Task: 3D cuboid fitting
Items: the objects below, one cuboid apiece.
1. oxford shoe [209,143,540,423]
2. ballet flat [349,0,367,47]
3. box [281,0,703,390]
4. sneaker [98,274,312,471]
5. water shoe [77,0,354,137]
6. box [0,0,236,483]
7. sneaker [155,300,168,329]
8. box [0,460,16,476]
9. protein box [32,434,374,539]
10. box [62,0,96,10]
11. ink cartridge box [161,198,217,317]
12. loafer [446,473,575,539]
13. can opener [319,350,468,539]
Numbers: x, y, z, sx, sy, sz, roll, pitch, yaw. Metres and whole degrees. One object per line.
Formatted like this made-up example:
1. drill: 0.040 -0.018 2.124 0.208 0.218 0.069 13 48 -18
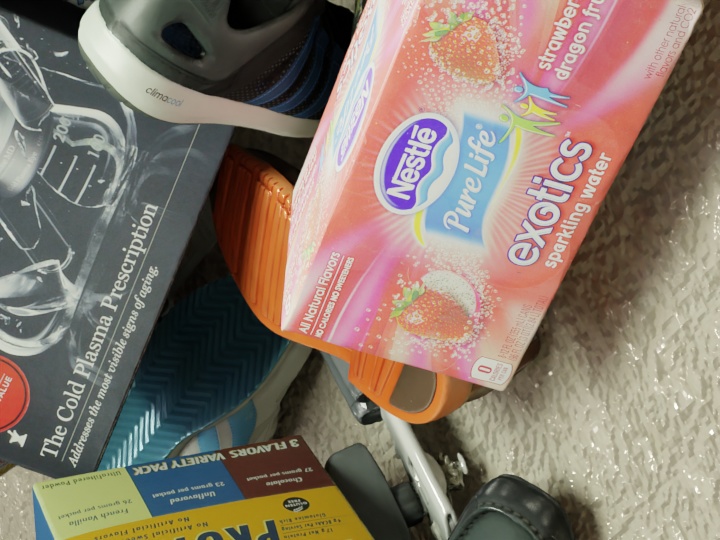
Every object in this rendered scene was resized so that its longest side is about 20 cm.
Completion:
1. oxford shoe: 0.000 0.000 0.891 0.200 0.073 0.072 42 134 36
2. ballet flat: 0.029 -0.138 0.832 0.074 0.074 0.201 31 122 48
3. box: 0.044 -0.063 0.751 0.095 0.102 0.200 -87 17 -50
4. sneaker: -0.080 0.078 1.040 0.200 0.081 0.077 -51 53 26
5. water shoe: -0.034 -0.105 0.828 0.079 0.200 0.072 -45 74 27
6. box: -0.174 -0.029 0.899 0.104 0.181 0.201 -105 37 -74
7. sneaker: -0.146 0.042 1.071 0.078 0.086 0.200 44 144 4
8. box: -0.266 0.032 1.026 0.200 0.112 0.101 47 144 13
9. protein box: -0.055 0.215 0.856 0.200 0.134 0.199 -132 38 -57
10. box: -0.146 -0.195 1.017 0.200 0.035 0.111 -113 31 -61
11. ink cartridge box: -0.144 -0.021 1.146 0.200 0.047 0.160 -50 57 31
12. loafer: 0.049 0.182 0.866 0.068 0.070 0.201 28 126 23
13. can opener: -0.004 0.054 0.922 0.053 0.066 0.201 89 159 -63
